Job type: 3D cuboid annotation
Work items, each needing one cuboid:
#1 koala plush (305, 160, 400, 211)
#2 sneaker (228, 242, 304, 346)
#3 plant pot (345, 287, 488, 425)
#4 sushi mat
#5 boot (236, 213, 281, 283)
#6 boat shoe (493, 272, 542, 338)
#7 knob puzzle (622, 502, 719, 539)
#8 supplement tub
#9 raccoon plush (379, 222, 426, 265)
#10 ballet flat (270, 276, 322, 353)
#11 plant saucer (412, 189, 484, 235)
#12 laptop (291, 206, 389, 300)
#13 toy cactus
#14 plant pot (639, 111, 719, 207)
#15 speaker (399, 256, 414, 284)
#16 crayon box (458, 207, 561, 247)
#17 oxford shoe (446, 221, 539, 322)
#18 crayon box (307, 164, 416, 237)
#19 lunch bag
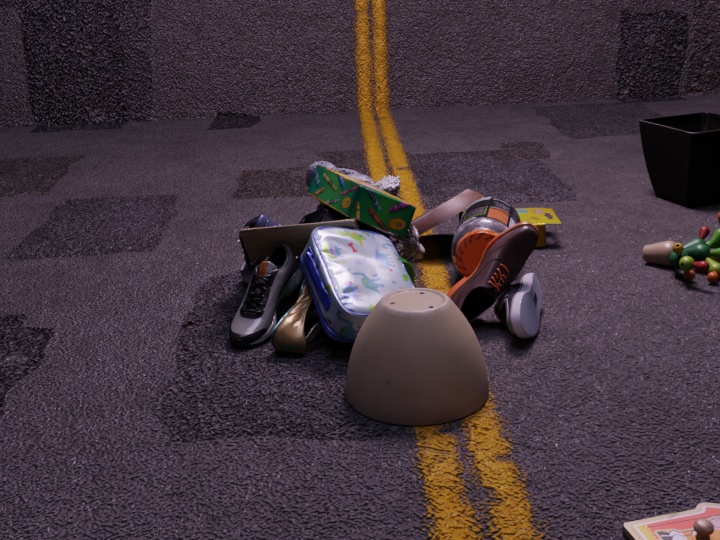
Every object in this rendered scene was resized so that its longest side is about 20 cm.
[{"bbox_3d":[0.009,-0.126,1.927,0.182,0.181,0.199,-5,12,-41],"label":"koala plush"},{"bbox_3d":[-0.160,0.038,1.533,0.073,0.080,0.202,8,49,23],"label":"sneaker"},{"bbox_3d":[0.075,0.102,1.292,0.197,0.137,0.201,-3,18,1],"label":"plant pot"},{"bbox_3d":[-0.097,-0.050,1.577,0.196,0.096,0.012,-5,58,7],"label":"sushi mat"},{"bbox_3d":[-0.185,-0.043,1.699,0.199,0.090,0.073,-29,29,52],"label":"boot"},{"bbox_3d":[0.245,0.058,1.518,0.065,0.071,0.200,-17,17,21],"label":"boat shoe"},{"bbox_3d":[0.383,0.272,0.916,0.216,0.031,0.220,-2,18,1],"label":"knob puzzle"},{"bbox_3d":[0.231,-0.052,1.744,0.120,0.125,0.200,2,19,13],"label":"supplement tub"},{"bbox_3d":[0.025,-0.051,1.733,0.196,0.098,0.134,4,-9,9],"label":"raccoon plush"},{"bbox_3d":[-0.079,0.065,1.511,0.062,0.069,0.201,15,40,11],"label":"ballet flat"},{"bbox_3d":[0.155,-0.112,1.914,0.198,0.035,0.200,-29,2,1],"label":"plant saucer"},{"bbox_3d":[-0.070,-0.009,1.666,0.198,0.104,0.179,25,71,18],"label":"laptop"},{"bbox_3d":[0.593,-0.039,1.730,0.163,0.104,0.200,0,25,38],"label":"toy cactus"},{"bbox_3d":[0.767,-0.252,2.175,0.196,0.180,0.200,-8,20,-19],"label":"plant pot"},{"bbox_3d":[0.000,0.000,1.678,0.088,0.090,0.198,-19,25,-41],"label":"speaker"},{"bbox_3d":[0.303,-0.087,1.946,0.196,0.052,0.127,-2,18,4],"label":"crayon box"},{"bbox_3d":[0.217,0.011,1.514,0.071,0.201,0.073,36,11,-18],"label":"oxford shoe"},{"bbox_3d":[-0.001,-0.124,1.671,0.117,0.059,0.200,18,8,-28],"label":"crayon box"},{"bbox_3d":[-0.005,0.022,1.485,0.159,0.083,0.201,3,43,-31],"label":"lunch bag"}]
